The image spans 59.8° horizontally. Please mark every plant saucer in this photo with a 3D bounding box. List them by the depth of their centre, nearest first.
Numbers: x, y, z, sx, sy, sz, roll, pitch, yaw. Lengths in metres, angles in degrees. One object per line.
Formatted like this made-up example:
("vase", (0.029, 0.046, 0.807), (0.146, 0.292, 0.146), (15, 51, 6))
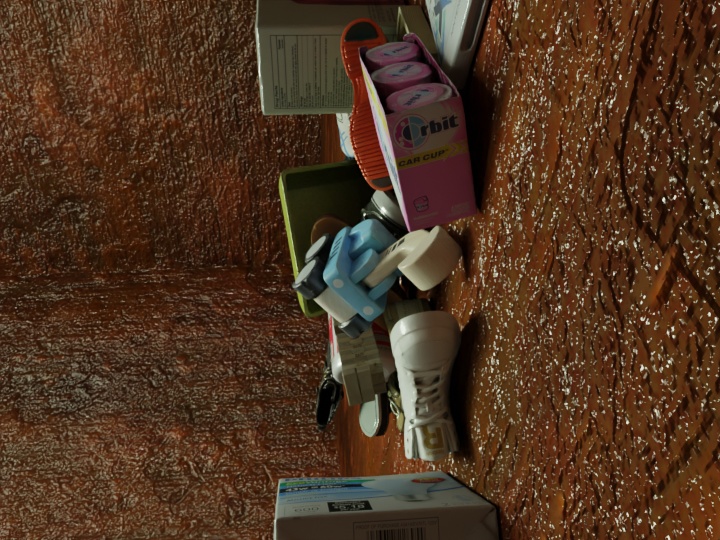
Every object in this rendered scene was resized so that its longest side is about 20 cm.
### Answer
("plant saucer", (-0.036, -0.053, 0.908), (0.048, 0.199, 0.201), (-1, 101, 44))

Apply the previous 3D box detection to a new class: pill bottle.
("pill bottle", (0.002, 0.079, 1.035), (0.113, 0.111, 0.201), (98, 169, -58))

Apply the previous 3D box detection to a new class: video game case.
("video game case", (0.084, -0.297, 0.549), (0.183, 0.022, 0.201), (99, 167, -60))

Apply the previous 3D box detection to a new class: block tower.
("block tower", (-0.007, 0.100, 0.878), (0.200, 0.054, 0.058), (-105, 5, -59))

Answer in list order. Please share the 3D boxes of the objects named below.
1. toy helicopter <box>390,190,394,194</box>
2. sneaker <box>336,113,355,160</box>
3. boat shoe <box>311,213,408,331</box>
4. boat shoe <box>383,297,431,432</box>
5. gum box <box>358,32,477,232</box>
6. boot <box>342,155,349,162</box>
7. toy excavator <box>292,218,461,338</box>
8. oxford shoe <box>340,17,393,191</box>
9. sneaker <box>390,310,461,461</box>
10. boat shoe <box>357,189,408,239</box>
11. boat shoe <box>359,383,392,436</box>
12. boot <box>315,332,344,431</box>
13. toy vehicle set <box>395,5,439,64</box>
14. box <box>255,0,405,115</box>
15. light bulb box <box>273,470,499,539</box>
("toy helicopter", (0.003, -0.090, 1.062), (0.132, 0.078, 0.201), (-58, -8, -54))
("sneaker", (-0.006, -0.231, 0.926), (0.201, 0.071, 0.073), (-98, -15, -48))
("boat shoe", (0.000, 0.000, 0.867), (0.200, 0.070, 0.070), (54, -166, -23))
("boat shoe", (0.054, 0.127, 0.801), (0.073, 0.063, 0.202), (-102, 12, -57))
("gum box", (0.050, -0.142, 0.605), (0.201, 0.066, 0.114), (-102, -4, -54))
("boot", (-0.010, -0.181, 1.091), (0.200, 0.065, 0.166), (146, 144, -80))
("toy excavator", (0.023, -0.010, 0.707), (0.200, 0.100, 0.195), (-40, 18, 25))
("oxford shoe", (0.027, -0.194, 0.752), (0.072, 0.071, 0.202), (-2, -94, -68))
("sneaker", (0.073, 0.128, 0.630), (0.200, 0.073, 0.116), (79, -178, -59))
("boat shoe", (0.033, -0.063, 0.823), (0.064, 0.071, 0.200), (-51, 3, 4))
("boat shoe", (0.032, 0.214, 1.078), (0.076, 0.060, 0.200), (-62, 18, 24))
("boot", (-0.036, 0.159, 1.100), (0.174, 0.069, 0.201), (-71, -9, -73))
("toy vehicle set", (0.061, -0.203, 0.774), (0.201, 0.026, 0.125), (94, 171, -46))
("box", (-0.038, -0.294, 0.848), (0.128, 0.198, 0.109), (94, 172, -46))
("light bulb box", (0.015, 0.278, 0.614), (0.200, 0.197, 0.126), (129, 140, -79))
